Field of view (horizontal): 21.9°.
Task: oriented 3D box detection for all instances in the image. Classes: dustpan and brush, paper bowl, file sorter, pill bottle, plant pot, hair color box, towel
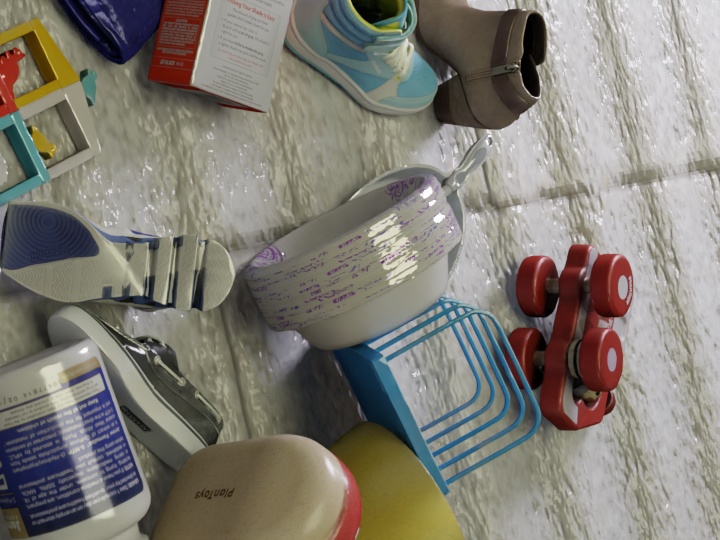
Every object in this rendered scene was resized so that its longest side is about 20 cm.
[{"bbox_3d":[0.073,-0.070,1.883,0.140,0.057,0.200,52,51,-20],"label":"dustpan and brush"},{"bbox_3d":[0.000,0.000,1.705,0.200,0.200,0.105,-34,103,-41],"label":"paper bowl"},{"bbox_3d":[0.067,0.102,1.721,0.122,0.200,0.140,-28,101,-9],"label":"file sorter"},{"bbox_3d":[-0.237,0.167,1.509,0.119,0.119,0.201,-23,96,-42],"label":"pill bottle"},{"bbox_3d":[-0.010,0.257,1.667,0.141,0.200,0.201,-27,99,-22],"label":"plant pot"},{"bbox_3d":[-0.118,-0.256,1.704,0.111,0.064,0.202,15,88,-51],"label":"hair color box"},{"bbox_3d":[-0.209,-0.298,1.693,0.200,0.049,0.148,-52,122,-37],"label":"towel"}]

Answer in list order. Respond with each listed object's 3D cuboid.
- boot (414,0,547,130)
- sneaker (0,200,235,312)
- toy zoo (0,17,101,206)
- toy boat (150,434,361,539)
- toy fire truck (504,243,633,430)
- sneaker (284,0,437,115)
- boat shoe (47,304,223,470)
[{"bbox_3d":[0.129,-0.241,1.914,0.070,0.146,0.202,0,80,-40],"label":"boot"},{"bbox_3d":[-0.212,0.000,1.599,0.198,0.115,0.081,11,81,-9],"label":"sneaker"},{"bbox_3d":[-0.302,-0.131,1.585,0.200,0.020,0.132,-34,104,-41],"label":"toy zoo"},{"bbox_3d":[-0.072,0.219,1.547,0.131,0.199,0.131,40,57,-30],"label":"toy boat"},{"bbox_3d":[0.242,0.077,1.981,0.168,0.111,0.201,40,55,-51],"label":"toy fire truck"},{"bbox_3d":[0.030,-0.221,1.830,0.199,0.130,0.080,25,63,-36],"label":"sneaker"},{"bbox_3d":[-0.188,0.089,1.604,0.200,0.071,0.068,49,55,-26],"label":"boat shoe"}]
